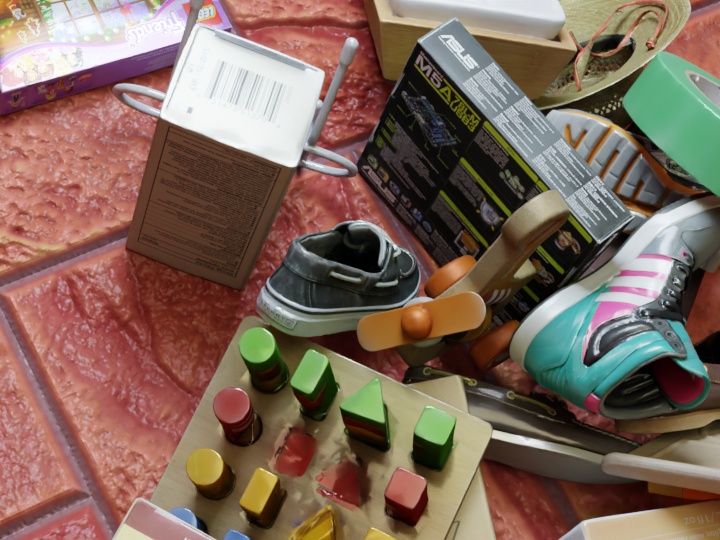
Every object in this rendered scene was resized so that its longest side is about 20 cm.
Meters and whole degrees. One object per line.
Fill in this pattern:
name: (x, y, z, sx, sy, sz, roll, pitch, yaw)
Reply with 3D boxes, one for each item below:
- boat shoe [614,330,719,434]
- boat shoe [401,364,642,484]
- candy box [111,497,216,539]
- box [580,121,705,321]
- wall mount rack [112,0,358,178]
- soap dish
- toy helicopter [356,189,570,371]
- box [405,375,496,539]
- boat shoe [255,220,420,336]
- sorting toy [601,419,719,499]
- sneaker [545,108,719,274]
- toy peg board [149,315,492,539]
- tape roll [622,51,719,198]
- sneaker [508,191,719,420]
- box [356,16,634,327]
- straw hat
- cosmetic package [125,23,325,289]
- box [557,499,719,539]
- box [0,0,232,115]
boat shoe: (0.282, 0.082, 1.161, 0.200, 0.070, 0.071, -3, 93, -31)
boat shoe: (0.125, 0.118, 1.138, 0.199, 0.072, 0.060, 12, 66, -4)
candy box: (-0.114, 0.217, 0.949, 0.115, 0.200, 0.055, 30, 64, 0)
box: (0.237, -0.032, 1.238, 0.100, 0.075, 0.200, 28, 63, -2)
wall mount rack: (-0.083, -0.139, 1.139, 0.199, 0.174, 0.075, 18, 79, -7)
soap dish: (0.078, -0.214, 1.229, 0.157, 0.081, 0.200, 6, 29, -10)
toy helicopter: (0.080, 0.009, 1.057, 0.132, 0.200, 0.079, -20, 69, -36)
box: (0.014, 0.185, 1.067, 0.163, 0.021, 0.201, -11, 71, 1)
boat shoe: (0.000, 0.000, 1.105, 0.072, 0.071, 0.200, 36, 22, 16)
sorting toy: (0.301, 0.143, 1.092, 0.200, 0.185, 0.037, -9, 101, -51)
sneaker: (0.230, -0.067, 1.180, 0.200, 0.078, 0.077, 32, 35, 5)
toy peg board: (-0.038, 0.146, 1.018, 0.200, 0.098, 0.200, 24, 74, 11)
tape roll: (0.295, -0.090, 1.148, 0.200, 0.048, 0.201, 30, 21, -13)
sneaker: (0.218, 0.036, 1.071, 0.200, 0.084, 0.121, -37, 55, -8)
box: (0.094, -0.063, 1.143, 0.047, 0.193, 0.200, -35, 77, -29)
straw hat: (0.194, -0.157, 1.269, 0.201, 0.201, 0.085, -47, 126, -28)
cosmetic package: (-0.102, -0.078, 1.091, 0.103, 0.200, 0.087, 20, 61, -7)
box: (0.233, 0.277, 1.072, 0.152, 0.106, 0.200, -7, 67, -19)
box: (-0.222, -0.217, 1.214, 0.200, 0.039, 0.137, -21, 73, -23)
